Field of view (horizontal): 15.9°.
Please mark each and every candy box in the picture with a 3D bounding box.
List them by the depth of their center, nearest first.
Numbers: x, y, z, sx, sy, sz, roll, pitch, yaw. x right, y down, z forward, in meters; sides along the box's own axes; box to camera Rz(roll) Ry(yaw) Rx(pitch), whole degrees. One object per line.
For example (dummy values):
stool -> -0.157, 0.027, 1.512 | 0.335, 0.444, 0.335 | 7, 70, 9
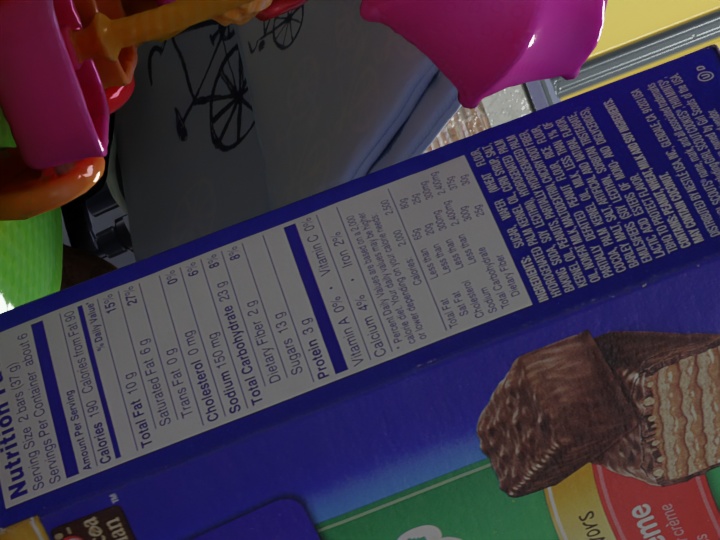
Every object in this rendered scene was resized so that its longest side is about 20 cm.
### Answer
candy box -> 0.021, 0.061, 0.634 | 0.077, 0.199, 0.170 | -111, 180, -50

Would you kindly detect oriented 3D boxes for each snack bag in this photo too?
snack bag -> -0.034, -0.068, 0.796 | 0.200, 0.021, 0.189 | -54, -142, 39

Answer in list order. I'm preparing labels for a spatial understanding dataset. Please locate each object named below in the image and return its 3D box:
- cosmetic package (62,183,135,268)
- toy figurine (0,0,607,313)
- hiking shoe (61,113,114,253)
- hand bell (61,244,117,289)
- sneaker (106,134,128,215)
cosmetic package -> -0.054, 0.017, 1.023 | 0.201, 0.082, 0.051 | 61, 16, -18
toy figurine -> -0.021, -0.082, 0.655 | 0.200, 0.183, 0.151 | -82, 156, -67
hiking shoe -> -0.106, -0.088, 0.806 | 0.200, 0.075, 0.101 | 74, -8, -60
hand bell -> -0.059, 0.044, 0.902 | 0.200, 0.104, 0.104 | 49, 14, -48
sneaker -> 0.000, 0.000, 0.920 | 0.200, 0.081, 0.083 | 45, 8, 6
